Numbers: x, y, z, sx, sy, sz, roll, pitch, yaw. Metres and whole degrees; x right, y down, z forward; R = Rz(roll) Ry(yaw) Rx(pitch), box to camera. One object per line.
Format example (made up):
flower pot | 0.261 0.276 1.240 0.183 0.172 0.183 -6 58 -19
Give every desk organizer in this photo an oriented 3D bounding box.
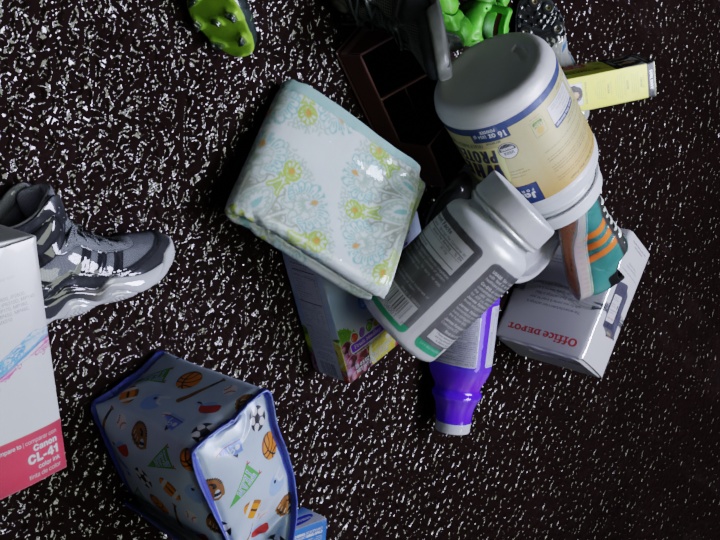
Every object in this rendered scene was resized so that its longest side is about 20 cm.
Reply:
desk organizer | 0.055 -0.192 1.310 0.072 0.077 0.200 -52 134 -26

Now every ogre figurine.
ogre figurine | 0.133 -0.326 1.343 0.200 0.098 0.121 -47 135 -68

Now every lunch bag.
lunch bag | -0.154 0.204 1.104 0.124 0.170 0.201 -37 127 -33

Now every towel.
towel | -0.030 -0.083 1.194 0.200 0.048 0.172 32 59 -22

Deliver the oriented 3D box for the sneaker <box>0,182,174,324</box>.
sneaker | -0.251 -0.027 0.998 0.200 0.075 0.114 -24 121 -41

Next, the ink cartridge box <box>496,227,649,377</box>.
ink cartridge box | 0.302 0.035 1.609 0.084 0.144 0.201 39 71 -49

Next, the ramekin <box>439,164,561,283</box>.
ramekin | 0.185 -0.090 1.478 0.202 0.094 0.203 -17 112 -47

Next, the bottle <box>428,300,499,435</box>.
bottle | 0.132 0.113 1.480 0.065 0.083 0.201 -8 106 -56

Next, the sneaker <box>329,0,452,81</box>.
sneaker | 0.030 -0.269 1.201 0.114 0.200 0.076 -19 153 0

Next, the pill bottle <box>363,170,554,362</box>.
pill bottle | 0.107 -0.005 1.229 0.200 0.113 0.113 -44 140 11

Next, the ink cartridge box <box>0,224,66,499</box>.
ink cartridge box | -0.316 0.063 0.893 0.085 0.147 0.201 -19 116 -45

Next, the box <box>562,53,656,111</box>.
box | 0.281 -0.239 1.484 0.199 0.075 0.050 -12 112 -6

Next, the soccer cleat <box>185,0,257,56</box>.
soccer cleat | -0.144 -0.293 1.063 0.200 0.067 0.081 60 44 -39

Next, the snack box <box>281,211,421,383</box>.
snack box | 0.000 0.000 1.308 0.168 0.067 0.201 -37 125 -36

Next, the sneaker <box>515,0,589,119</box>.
sneaker | 0.256 -0.286 1.539 0.072 0.073 0.201 -24 114 2

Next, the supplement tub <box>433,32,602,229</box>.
supplement tub | 0.185 -0.154 1.289 0.145 0.144 0.200 -55 131 -23

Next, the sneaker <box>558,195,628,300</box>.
sneaker | 0.307 -0.055 1.483 0.080 0.071 0.201 -18 129 -7

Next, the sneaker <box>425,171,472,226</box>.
sneaker | 0.125 -0.034 1.368 0.074 0.088 0.200 -41 154 -31

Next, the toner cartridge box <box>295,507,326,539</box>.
toner cartridge box | -0.123 0.342 1.279 0.200 0.043 0.096 -8 108 -48
